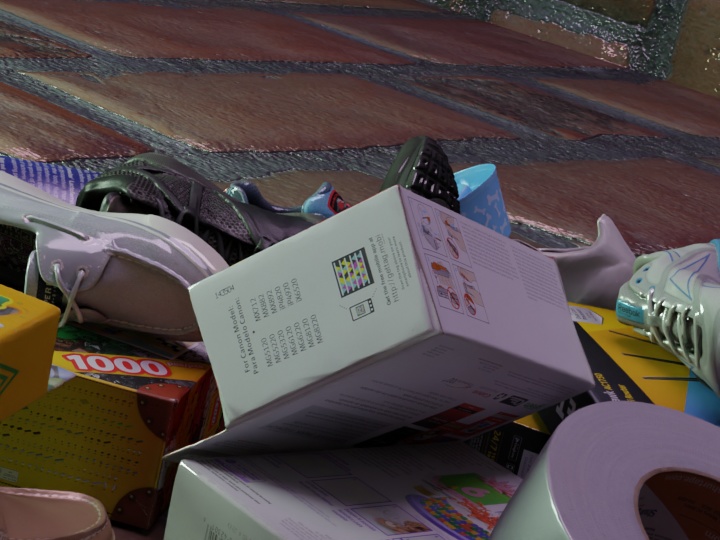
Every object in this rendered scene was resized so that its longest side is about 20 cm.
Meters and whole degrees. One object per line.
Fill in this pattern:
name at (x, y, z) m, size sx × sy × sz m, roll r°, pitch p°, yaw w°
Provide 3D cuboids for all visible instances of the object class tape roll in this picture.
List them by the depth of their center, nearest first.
tape roll at (0.162, 0.155, 0.936) m, size 0.199 × 0.066 × 0.201 m, roll 23°, pitch 31°, yaw -14°

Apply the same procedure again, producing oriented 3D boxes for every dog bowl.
dog bowl at (0.019, -0.010, 1.381) m, size 0.199 × 0.050 × 0.112 m, roll -26°, pitch 11°, yaw 19°

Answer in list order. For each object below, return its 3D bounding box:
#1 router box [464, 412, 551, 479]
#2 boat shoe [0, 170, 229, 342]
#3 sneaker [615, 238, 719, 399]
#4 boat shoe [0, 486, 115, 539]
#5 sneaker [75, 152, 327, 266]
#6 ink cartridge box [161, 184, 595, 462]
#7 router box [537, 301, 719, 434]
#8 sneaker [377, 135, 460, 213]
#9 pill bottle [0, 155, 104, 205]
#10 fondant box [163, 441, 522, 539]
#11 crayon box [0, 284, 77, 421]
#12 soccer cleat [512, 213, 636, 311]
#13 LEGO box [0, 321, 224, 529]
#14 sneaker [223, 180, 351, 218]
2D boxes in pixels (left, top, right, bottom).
router box at (0.165, 0.113, 1.252) m, size 0.156 × 0.053 × 0.200 m, roll 18°, pitch 16°, yaw 16°
boat shoe at (-0.163, 0.002, 1.063) m, size 0.199 × 0.071 × 0.072 m, roll 19°, pitch 33°, yaw 19°
sneaker at (0.197, 0.032, 1.157) m, size 0.086 × 0.076 × 0.200 m, roll 0°, pitch 14°, yaw 4°
boat shoe at (-0.197, 0.116, 0.895) m, size 0.199 × 0.065 × 0.071 m, roll 0°, pitch 20°, yaw -41°
sneaker at (-0.088, -0.007, 1.144) m, size 0.198 × 0.077 × 0.114 m, roll 26°, pitch 24°, yaw 20°
ink cartridge box at (0.003, 0.045, 1.044) m, size 0.175 × 0.084 × 0.200 m, roll -25°, pitch -21°, yaw 22°
router box at (0.183, 0.082, 1.169) m, size 0.148 × 0.051 × 0.200 m, roll 10°, pitch 18°, yaw -14°
sneaker at (0.000, 0.000, 1.274) m, size 0.090 × 0.201 × 0.076 m, roll 12°, pitch -19°, yaw 34°
pill bottle at (-0.192, -0.010, 1.266) m, size 0.198 × 0.117 × 0.116 m, roll 8°, pitch 15°, yaw -17°
fondant box at (0.020, 0.145, 0.997) m, size 0.199 × 0.059 × 0.144 m, roll 0°, pitch 20°, yaw -40°
crayon box at (-0.231, 0.037, 0.915) m, size 0.125 × 0.052 × 0.200 m, roll 19°, pitch 20°, yaw 16°
soccer cleat at (0.099, 0.022, 1.344) m, size 0.199 × 0.078 × 0.069 m, roll -19°, pitch 2°, yaw 20°
LEGO box at (-0.182, 0.061, 1.088) m, size 0.198 × 0.078 × 0.149 m, roll 15°, pitch 15°, yaw 6°
sneaker at (-0.023, -0.016, 1.475) m, size 0.198 × 0.096 × 0.079 m, roll 14°, pitch 15°, yaw 2°
